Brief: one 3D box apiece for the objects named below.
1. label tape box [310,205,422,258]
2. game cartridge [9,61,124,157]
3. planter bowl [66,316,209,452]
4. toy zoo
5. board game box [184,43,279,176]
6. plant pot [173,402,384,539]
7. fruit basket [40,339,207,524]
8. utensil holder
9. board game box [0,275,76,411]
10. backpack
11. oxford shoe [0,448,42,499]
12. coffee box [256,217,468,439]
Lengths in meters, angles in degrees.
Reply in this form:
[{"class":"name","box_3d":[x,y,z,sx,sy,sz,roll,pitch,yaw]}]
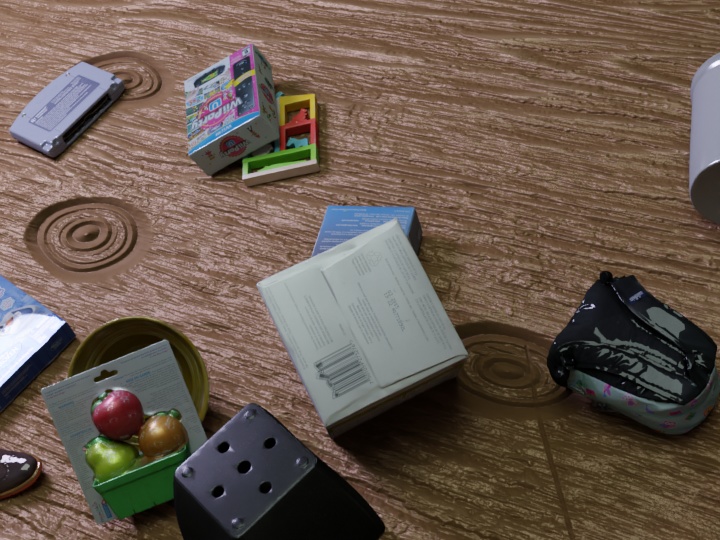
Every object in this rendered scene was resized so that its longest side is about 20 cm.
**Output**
[{"class":"label tape box","box_3d":[0.000,0.000,1.734,0.141,0.066,0.202,2,55,19]},{"class":"game cartridge","box_3d":[-0.542,-0.298,2.165,0.132,0.041,0.200,27,63,29]},{"class":"planter bowl","box_3d":[-0.305,0.160,1.656,0.198,0.203,0.083,-17,4,2]},{"class":"toy zoo","box_3d":[-0.135,-0.233,1.994,0.129,0.021,0.202,-11,50,9]},{"class":"board game box","box_3d":[-0.220,-0.275,2.005,0.146,0.064,0.201,-26,46,16]},{"class":"plant pot","box_3d":[-0.117,0.287,1.459,0.200,0.178,0.199,-40,52,-18]},{"class":"fruit basket","box_3d":[-0.304,0.216,1.575,0.183,0.094,0.202,-22,92,-1]},{"class":"utensil holder","box_3d":[0.544,-0.182,1.651,0.168,0.171,0.202,2,55,18]},{"class":"board game box","box_3d":[-0.576,0.119,1.827,0.198,0.044,0.200,27,64,34]},{"class":"backpack","box_3d":[0.357,0.114,1.489,0.199,0.127,0.168,25,74,31]},{"class":"oxford shoe","box_3d":[-0.548,0.277,1.667,0.197,0.073,0.072,-4,50,13]},{"class":"coffee box","box_3d":[0.003,0.081,1.535,0.198,0.198,0.201,-26,79,-5]}]
